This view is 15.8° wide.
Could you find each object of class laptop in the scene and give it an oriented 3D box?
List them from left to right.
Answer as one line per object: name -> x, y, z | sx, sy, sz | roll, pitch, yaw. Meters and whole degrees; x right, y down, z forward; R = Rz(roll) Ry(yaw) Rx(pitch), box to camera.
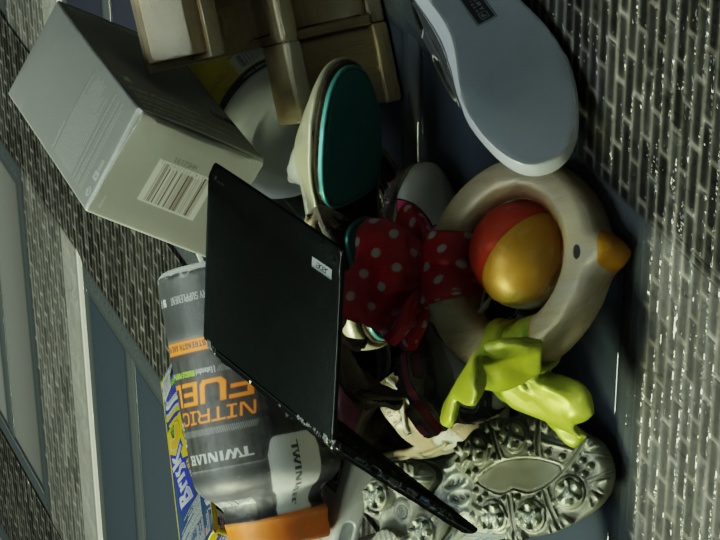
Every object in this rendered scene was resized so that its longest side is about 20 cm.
laptop -> -0.012, 0.048, 1.582 | 0.104, 0.200, 0.177 | -55, 35, 0

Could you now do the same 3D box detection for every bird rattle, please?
bird rattle -> 0.083, 0.008, 1.547 | 0.163, 0.112, 0.200 | -52, 41, 14

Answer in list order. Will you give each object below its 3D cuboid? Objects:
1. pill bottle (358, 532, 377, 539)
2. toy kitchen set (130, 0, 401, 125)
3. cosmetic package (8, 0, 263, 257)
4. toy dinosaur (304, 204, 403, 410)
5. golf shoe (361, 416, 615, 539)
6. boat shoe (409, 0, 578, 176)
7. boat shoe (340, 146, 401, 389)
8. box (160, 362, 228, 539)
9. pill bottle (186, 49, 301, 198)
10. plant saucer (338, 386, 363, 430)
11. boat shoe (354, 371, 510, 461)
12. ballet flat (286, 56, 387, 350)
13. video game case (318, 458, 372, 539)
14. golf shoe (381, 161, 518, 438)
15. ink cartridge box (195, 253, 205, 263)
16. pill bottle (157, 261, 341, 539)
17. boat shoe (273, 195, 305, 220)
pill bottle -> 0.046, 0.276, 1.815 | 0.200, 0.112, 0.113 | -136, 37, -57
toy kitchen set -> -0.050, -0.195, 1.688 | 0.180, 0.162, 0.201 | -178, 75, -69
cosmetic package -> -0.156, -0.099, 1.770 | 0.090, 0.106, 0.200 | -59, 35, 16
toy dinosaur -> -0.041, 0.008, 1.673 | 0.200, 0.058, 0.101 | 54, 148, 22
golf shoe -> 0.096, 0.135, 1.651 | 0.199, 0.097, 0.079 | -16, 80, 43
boat shoe -> 0.075, -0.125, 1.551 | 0.200, 0.070, 0.066 | 59, 172, 32
boat shoe -> 0.000, 0.000, 1.790 | 0.063, 0.072, 0.201 | -80, -11, -55
box -> -0.098, 0.140, 1.902 | 0.201, 0.070, 0.064 | -101, 32, -44
pill bottle -> -0.085, -0.146, 1.891 | 0.200, 0.111, 0.113 | -128, 31, -49
plant saucer -> -0.035, 0.069, 1.988 | 0.200, 0.051, 0.202 | 165, 90, -70
boat shoe -> 0.046, 0.092, 1.760 | 0.200, 0.065, 0.073 | 136, 118, -67
ballet flat -> -0.019, -0.043, 1.717 | 0.069, 0.069, 0.201 | -153, 53, -64
video game case -> -0.049, 0.193, 1.885 | 0.200, 0.024, 0.183 | -144, 67, -67
golf shoe -> 0.066, 0.012, 1.668 | 0.073, 0.092, 0.201 | 50, -153, -52
ink cartridge box -> -0.093, 0.006, 1.891 | 0.099, 0.039, 0.201 | 167, 79, -88
pill bottle -> -0.072, 0.092, 1.784 | 0.106, 0.106, 0.201 | 160, 100, -70
boat shoe -> -0.050, -0.039, 1.912 | 0.200, 0.075, 0.061 | 57, 139, 44
